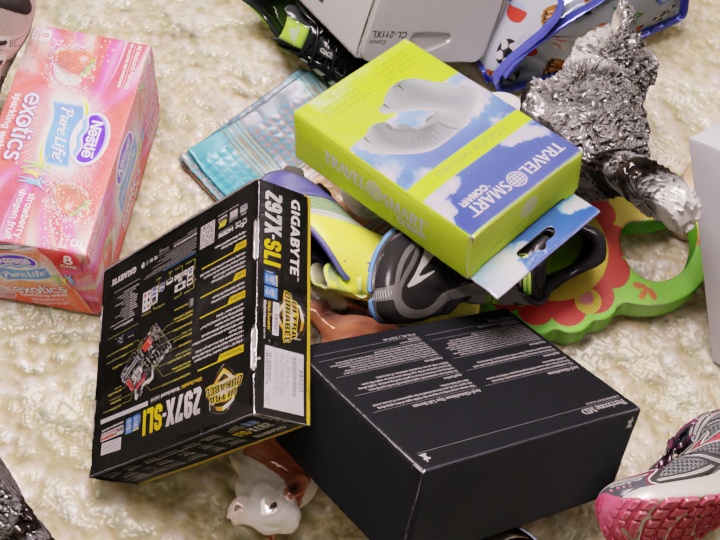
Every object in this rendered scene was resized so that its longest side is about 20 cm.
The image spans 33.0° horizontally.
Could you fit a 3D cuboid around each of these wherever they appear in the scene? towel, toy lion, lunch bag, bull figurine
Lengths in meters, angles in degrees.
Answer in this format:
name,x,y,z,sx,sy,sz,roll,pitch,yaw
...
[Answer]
name,x,y,z,sx,sy,sz,roll,pitch,yaw
towel,-0.034,-0.069,1.002,0.146,0.022,0.200,-37,69,-21
toy lion,0.182,-0.023,0.972,0.198,0.069,0.193,21,68,8
lunch bag,0.166,-0.267,1.073,0.198,0.124,0.171,-27,65,0
bull figurine,-0.051,0.096,0.878,0.121,0.065,0.200,38,59,8

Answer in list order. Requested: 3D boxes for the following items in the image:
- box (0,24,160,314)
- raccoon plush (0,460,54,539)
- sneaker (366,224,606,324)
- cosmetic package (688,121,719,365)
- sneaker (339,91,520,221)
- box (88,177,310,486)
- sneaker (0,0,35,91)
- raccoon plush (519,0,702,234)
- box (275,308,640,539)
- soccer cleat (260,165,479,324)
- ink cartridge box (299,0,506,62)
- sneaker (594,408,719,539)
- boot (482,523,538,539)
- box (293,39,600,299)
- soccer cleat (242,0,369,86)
name,x,y,z,sx,sy,sz,roll,pitch,yaw
box,-0.229,-0.080,0.952,0.101,0.095,0.202,10,60,1
raccoon plush,-0.288,0.182,0.799,0.133,0.097,0.200,-37,70,-13
sneaker,0.092,-0.008,0.868,0.197,0.082,0.072,-13,101,-27
cosmetic package,0.326,-0.035,0.908,0.150,0.202,0.052,-28,33,-20
sneaker,0.075,-0.110,0.981,0.199,0.089,0.075,-30,66,-33
box,-0.112,0.048,0.829,0.049,0.199,0.162,16,61,-38
sneaker,-0.297,-0.153,0.942,0.075,0.200,0.089,3,65,-28
raccoon plush,0.212,-0.111,0.908,0.134,0.097,0.200,-42,56,-10
box,0.065,0.103,0.810,0.198,0.080,0.141,-8,30,-38
soccer cleat,-0.001,0.000,0.902,0.199,0.065,0.084,31,39,-14
ink cartridge box,0.013,-0.265,1.029,0.144,0.084,0.200,-7,43,-38
sneaker,0.237,0.145,0.858,0.198,0.081,0.075,-10,53,-35
boot,0.083,0.174,0.827,0.074,0.097,0.200,-35,68,-20
box,0.061,-0.078,0.862,0.122,0.048,0.199,-37,57,-28
soccer cleat,-0.025,-0.187,1.027,0.200,0.068,0.081,42,26,26
